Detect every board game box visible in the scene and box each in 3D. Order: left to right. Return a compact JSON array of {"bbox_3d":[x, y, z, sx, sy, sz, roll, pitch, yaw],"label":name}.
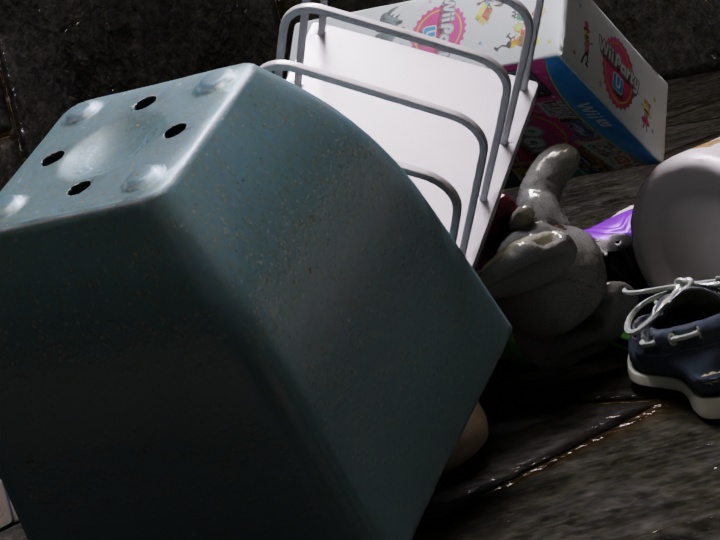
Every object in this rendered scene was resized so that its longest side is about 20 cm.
[{"bbox_3d":[0.074,-0.112,1.419,0.199,0.064,0.147,-9,-29,31],"label":"board game box"}]

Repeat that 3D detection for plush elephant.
[{"bbox_3d":[0.077,-0.012,1.324,0.154,0.201,0.165,-10,-21,15],"label":"plush elephant"}]

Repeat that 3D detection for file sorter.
[{"bbox_3d":[0.013,-0.087,1.200,0.138,0.125,0.200,16,50,7],"label":"file sorter"}]

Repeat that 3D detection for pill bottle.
[{"bbox_3d":[0.275,-0.042,1.454,0.114,0.115,0.200,-7,9,43],"label":"pill bottle"}]

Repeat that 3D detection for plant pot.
[{"bbox_3d":[-0.074,0.019,1.066,0.195,0.200,0.197,-9,32,31],"label":"plant pot"}]

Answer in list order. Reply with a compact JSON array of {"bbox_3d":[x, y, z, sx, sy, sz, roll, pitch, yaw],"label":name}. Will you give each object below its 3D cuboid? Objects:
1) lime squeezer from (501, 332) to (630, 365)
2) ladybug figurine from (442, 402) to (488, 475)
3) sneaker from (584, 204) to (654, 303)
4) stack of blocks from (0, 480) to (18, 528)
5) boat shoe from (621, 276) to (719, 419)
[{"bbox_3d":[0.117,0.051,1.410,0.199,0.038,0.071,-9,40,32],"label":"lime squeezer"},{"bbox_3d":[-0.021,0.081,1.232,0.200,0.072,0.136,-8,9,41],"label":"ladybug figurine"},{"bbox_3d":[0.150,0.011,1.520,0.199,0.070,0.100,-16,13,16],"label":"sneaker"},{"bbox_3d":[-0.200,0.110,1.411,0.115,0.059,0.200,-9,9,36],"label":"stack of blocks"},{"bbox_3d":[0.185,0.036,1.228,0.075,0.062,0.200,-14,7,0],"label":"boat shoe"}]
